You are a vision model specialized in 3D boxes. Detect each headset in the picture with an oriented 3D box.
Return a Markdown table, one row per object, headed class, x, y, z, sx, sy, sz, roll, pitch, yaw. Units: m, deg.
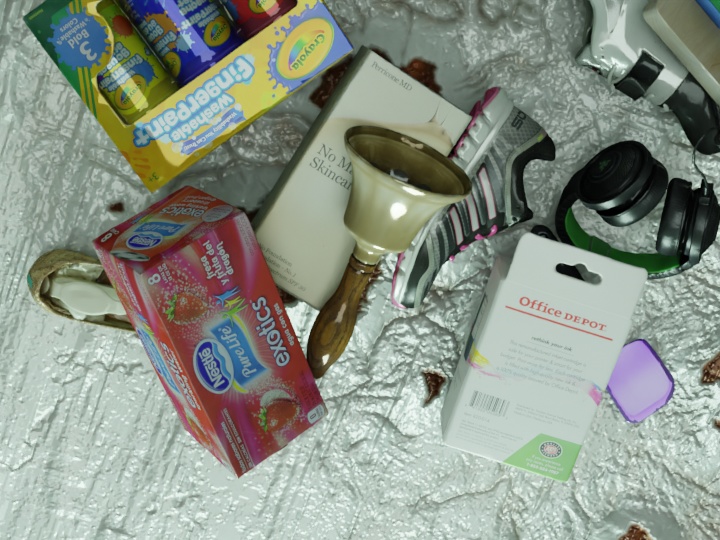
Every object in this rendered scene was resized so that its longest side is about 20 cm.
| class | x | y | z | sx | sy | sz | roll | pitch | yaw |
| --- | --- | --- | --- | --- | --- | --- | --- | --- | --- |
| headset | 0.241 | -0.066 | 0.923 | 0.123 | 0.200 | 0.094 | 27 | 58 | -8 |

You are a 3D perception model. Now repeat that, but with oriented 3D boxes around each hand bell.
| class | x | y | z | sx | sy | sz | roll | pitch | yaw |
| --- | --- | --- | --- | --- | --- | --- | --- | --- | --- |
| hand bell | 0.000 | 0.000 | 0.894 | 0.104 | 0.104 | 0.200 | 20 | 115 | -8 |

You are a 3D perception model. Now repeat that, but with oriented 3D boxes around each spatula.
| class | x | y | z | sx | sy | sz | roll | pitch | yaw |
| --- | --- | --- | --- | --- | --- | --- | --- | --- | --- |
| spatula | 0.208 | 0.042 | 1.009 | 0.056 | 0.021 | 0.200 | -34 | 102 | 6 |

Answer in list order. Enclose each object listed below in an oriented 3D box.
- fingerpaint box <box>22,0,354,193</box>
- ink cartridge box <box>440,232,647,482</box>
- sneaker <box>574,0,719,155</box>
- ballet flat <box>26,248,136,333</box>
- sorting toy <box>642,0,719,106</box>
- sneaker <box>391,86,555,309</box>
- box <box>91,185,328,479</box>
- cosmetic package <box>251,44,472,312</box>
| class | x | y | z | sx | sy | sz | roll | pitch | yaw |
| --- | --- | --- | --- | --- | --- | --- | --- | --- | --- |
| fingerpaint box | -0.132 | -0.188 | 0.908 | 0.200 | 0.073 | 0.167 | -34 | 103 | 5 |
| ink cartridge box | 0.152 | 0.065 | 0.973 | 0.117 | 0.067 | 0.201 | 18 | 108 | -3 |
| sneaker | 0.225 | -0.173 | 0.938 | 0.088 | 0.074 | 0.200 | -29 | 96 | 8 |
| ballet flat | -0.181 | 0.030 | 0.960 | 0.199 | 0.065 | 0.071 | 8 | 102 | -6 |
| sorting toy | 0.357 | -0.203 | 0.899 | 0.199 | 0.070 | 0.200 | 45 | 73 | -12 |
| sneaker | 0.096 | -0.047 | 0.954 | 0.087 | 0.074 | 0.200 | 29 | 95 | -3 |
| box | -0.115 | 0.047 | 0.898 | 0.095 | 0.100 | 0.200 | -33 | 122 | -21 |
| cosmetic package | -0.008 | -0.072 | 0.943 | 0.103 | 0.073 | 0.200 | 30 | 101 | -11 |
